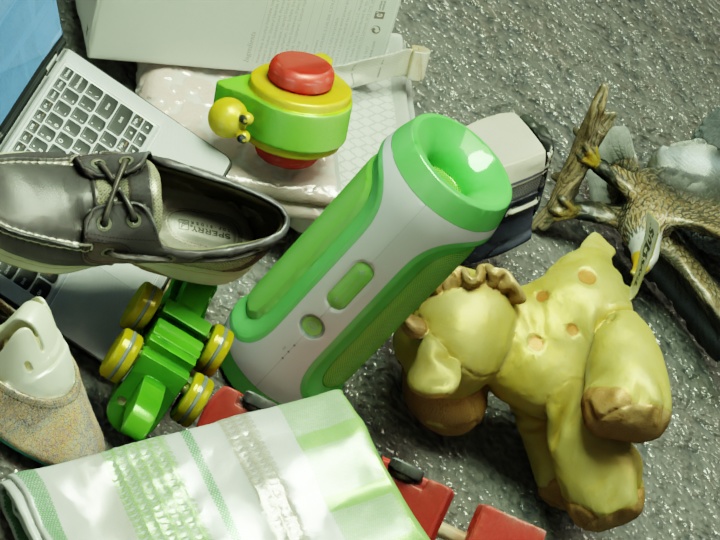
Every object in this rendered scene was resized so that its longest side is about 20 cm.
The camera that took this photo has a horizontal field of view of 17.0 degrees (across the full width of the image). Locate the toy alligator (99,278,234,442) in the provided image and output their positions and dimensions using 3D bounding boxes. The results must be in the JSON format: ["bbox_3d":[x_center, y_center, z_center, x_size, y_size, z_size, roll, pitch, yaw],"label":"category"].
[{"bbox_3d":[-0.108,0.035,1.370,0.059,0.054,0.200,32,41,-12],"label":"toy alligator"}]

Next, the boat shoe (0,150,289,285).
[{"bbox_3d":[-0.128,-0.035,1.311,0.199,0.065,0.072,11,62,-36],"label":"boat shoe"}]

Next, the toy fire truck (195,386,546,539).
[{"bbox_3d":[0.006,0.129,1.382,0.199,0.049,0.141,24,-6,8],"label":"toy fire truck"}]

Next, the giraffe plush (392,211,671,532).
[{"bbox_3d":[0.094,0.055,1.515,0.162,0.201,0.173,3,12,-16],"label":"giraffe plush"}]

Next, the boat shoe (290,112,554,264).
[{"bbox_3d":[0.039,-0.036,1.633,0.199,0.093,0.075,-15,44,-20],"label":"boat shoe"}]

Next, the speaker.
[{"bbox_3d":[0.000,0.000,1.415,0.088,0.200,0.089,29,34,-22],"label":"speaker"}]

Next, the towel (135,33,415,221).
[{"bbox_3d":[-0.055,-0.108,1.589,0.190,0.032,0.200,9,39,-11],"label":"towel"}]

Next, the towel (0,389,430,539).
[{"bbox_3d":[-0.070,0.135,1.244,0.199,0.031,0.149,-15,53,-22],"label":"towel"}]

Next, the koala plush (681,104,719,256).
[{"bbox_3d":[0.365,-0.040,1.950,0.200,0.183,0.178,47,34,-37],"label":"koala plush"}]

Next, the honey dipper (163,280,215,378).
[{"bbox_3d":[-0.132,-0.020,1.451,0.038,0.038,0.200,-2,55,-49],"label":"honey dipper"}]

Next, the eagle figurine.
[{"bbox_3d":[0.233,-0.029,1.777,0.199,0.152,0.151,24,70,0],"label":"eagle figurine"}]

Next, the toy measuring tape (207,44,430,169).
[{"bbox_3d":[-0.013,-0.107,1.528,0.200,0.074,0.074,-15,63,-42],"label":"toy measuring tape"}]

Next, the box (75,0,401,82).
[{"bbox_3d":[-0.083,-0.206,1.592,0.199,0.098,0.125,3,40,-18],"label":"box"}]

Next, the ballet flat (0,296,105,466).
[{"bbox_3d":[-0.205,0.029,1.278,0.200,0.067,0.068,38,33,-9],"label":"ballet flat"}]

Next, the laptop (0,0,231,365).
[{"bbox_3d":[-0.165,-0.084,1.371,0.200,0.116,0.188,34,48,-9],"label":"laptop"}]
